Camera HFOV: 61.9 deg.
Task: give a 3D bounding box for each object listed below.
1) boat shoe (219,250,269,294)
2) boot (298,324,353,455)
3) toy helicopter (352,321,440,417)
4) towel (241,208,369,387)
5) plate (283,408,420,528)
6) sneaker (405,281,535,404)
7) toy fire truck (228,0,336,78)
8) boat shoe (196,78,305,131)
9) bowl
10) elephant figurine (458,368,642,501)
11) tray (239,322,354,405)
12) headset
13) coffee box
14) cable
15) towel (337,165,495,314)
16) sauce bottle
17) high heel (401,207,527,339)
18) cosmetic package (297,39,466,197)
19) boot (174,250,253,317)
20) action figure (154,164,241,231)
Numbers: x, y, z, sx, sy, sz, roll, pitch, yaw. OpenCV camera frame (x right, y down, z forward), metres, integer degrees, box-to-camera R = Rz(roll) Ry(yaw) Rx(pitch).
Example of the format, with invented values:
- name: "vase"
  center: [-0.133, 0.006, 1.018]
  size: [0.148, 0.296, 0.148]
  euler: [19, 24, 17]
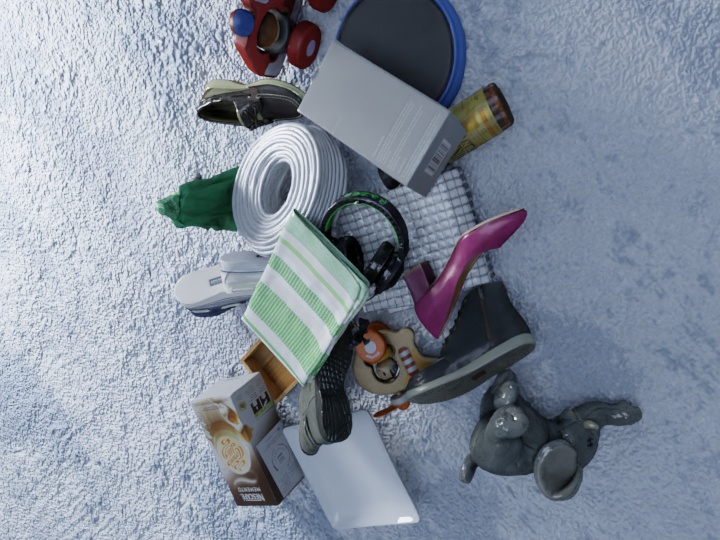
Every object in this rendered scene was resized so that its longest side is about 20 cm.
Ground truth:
- name: "boat shoe"
  center: [-0.121, 0.011, 0.931]
  size: [0.192, 0.071, 0.072]
  euler: [-2, 110, 0]
- name: "boot"
  center: [-0.066, 0.172, 0.924]
  size: [0.130, 0.066, 0.207]
  euler: [-36, 50, 56]
- name: "toy helicopter"
  center: [0.083, 0.154, 0.906]
  size: [0.192, 0.079, 0.138]
  euler: [2, 96, 9]
- name: "towel"
  center: [-0.081, 0.044, 0.820]
  size: [0.152, 0.023, 0.203]
  euler: [43, 124, 16]
- name: "plate"
  center: [-0.013, 0.323, 0.981]
  size: [0.196, 0.032, 0.204]
  euler: [-22, 98, 37]
- name: "sneaker"
  center: [0.141, 0.106, 0.852]
  size: [0.196, 0.075, 0.109]
  euler: [-30, 56, 14]
- name: "toy fire truck"
  center: [-0.120, -0.372, 0.825]
  size: [0.110, 0.167, 0.205]
  euler: [29, 111, 14]
- name: "boat shoe"
  center: [-0.165, -0.245, 0.916]
  size: [0.194, 0.074, 0.066]
  euler: [9, 62, 29]
- name: "bowl"
  center: [0.050, -0.297, 0.840]
  size: [0.194, 0.039, 0.209]
  euler: [5, 104, 22]
- name: "elephant figurine"
  center: [0.260, 0.238, 0.825]
  size: [0.195, 0.144, 0.157]
  euler: [24, 139, 0]
- name: "tray"
  center: [-0.108, 0.122, 0.998]
  size: [0.099, 0.037, 0.200]
  euler: [47, 115, 7]
- name: "headset"
  center: [0.000, 0.000, 0.802]
  size: [0.119, 0.094, 0.206]
  euler: [10, 122, 18]
- name: "coffee box"
  center: [-0.191, 0.289, 1.024]
  size: [0.112, 0.079, 0.206]
  euler: [-16, 101, 37]
- name: "cable"
  center: [-0.107, -0.118, 0.881]
  size: [0.200, 0.068, 0.203]
  euler: [-45, 53, 26]
- name: "towel"
  center: [0.077, -0.038, 0.862]
  size: [0.194, 0.085, 0.171]
  euler: [-17, 96, 23]
- name: "sauce bottle"
  center: [0.113, -0.176, 0.827]
  size: [0.197, 0.066, 0.067]
  euler: [-31, 89, 27]
- name: "high heel"
  center: [0.144, 0.004, 0.763]
  size: [0.198, 0.067, 0.098]
  euler: [-36, 79, 39]
- name: "cosmetic package"
  center: [0.025, -0.197, 0.782]
  size: [0.199, 0.090, 0.108]
  euler: [40, 103, 23]
- name: "boot"
  center: [-0.205, 0.025, 1.006]
  size: [0.193, 0.091, 0.075]
  euler: [-11, 69, -1]
- name: "action figure"
  center: [-0.238, -0.106, 0.914]
  size: [0.053, 0.199, 0.122]
  euler: [18, 107, 17]
